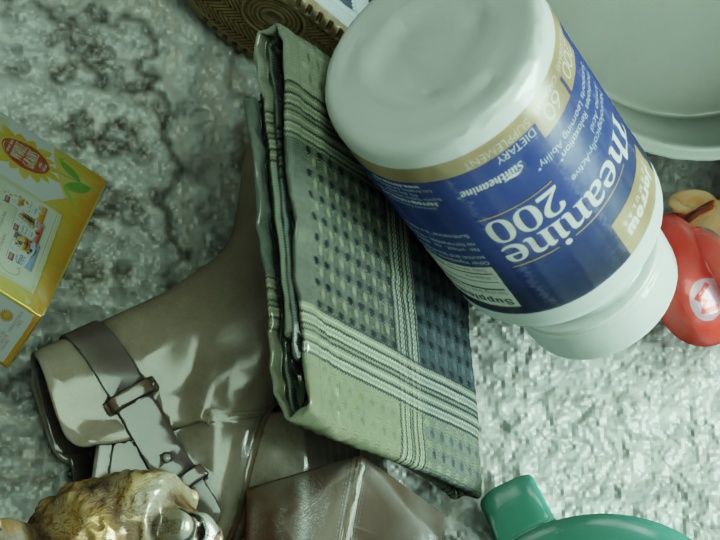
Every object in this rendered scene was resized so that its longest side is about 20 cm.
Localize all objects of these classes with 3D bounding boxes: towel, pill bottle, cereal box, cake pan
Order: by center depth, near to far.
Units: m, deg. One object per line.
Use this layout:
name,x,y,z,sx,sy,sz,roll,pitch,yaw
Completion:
cereal box,-0.219,-0.053,1.239,0.200,0.040,0.144,33,27,-8
towel,0.000,0.000,1.281,0.035,0.200,0.193,-13,69,23
pill bottle,0.074,-0.044,1.287,0.200,0.111,0.111,50,60,-45
cake pan,0.170,-0.154,1.336,0.200,0.037,0.200,-3,109,-10

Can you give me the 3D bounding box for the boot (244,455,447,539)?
boot,-0.059,0.176,1.242,0.186,0.064,0.200,11,81,-19

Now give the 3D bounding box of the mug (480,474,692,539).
mug,0.100,0.183,1.272,0.185,0.114,0.152,25,71,29

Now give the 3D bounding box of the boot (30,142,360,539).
boot,-0.083,0.034,1.295,0.146,0.070,0.200,-8,80,-19

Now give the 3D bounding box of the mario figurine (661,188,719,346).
mario figurine,0.228,-0.028,1.395,0.200,0.106,0.123,-34,59,-30

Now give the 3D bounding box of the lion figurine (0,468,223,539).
lion figurine,-0.143,0.168,1.192,0.072,0.122,0.200,29,85,27

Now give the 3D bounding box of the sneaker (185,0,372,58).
sneaker,0.013,-0.144,1.371,0.200,0.070,0.109,23,64,-7
